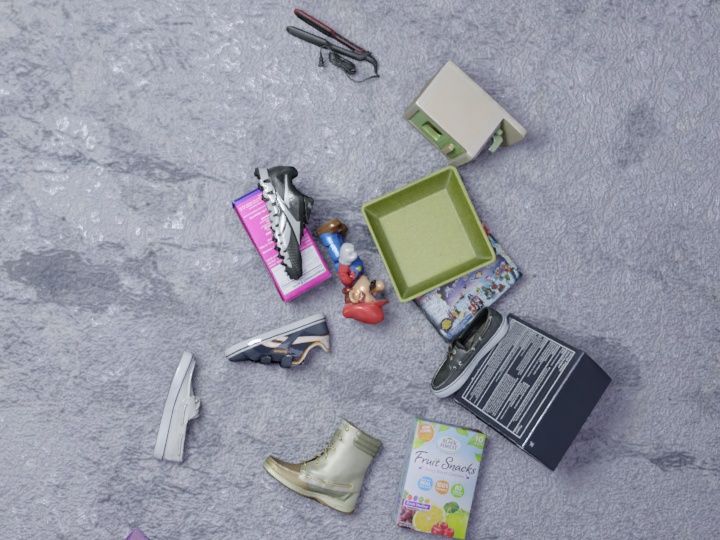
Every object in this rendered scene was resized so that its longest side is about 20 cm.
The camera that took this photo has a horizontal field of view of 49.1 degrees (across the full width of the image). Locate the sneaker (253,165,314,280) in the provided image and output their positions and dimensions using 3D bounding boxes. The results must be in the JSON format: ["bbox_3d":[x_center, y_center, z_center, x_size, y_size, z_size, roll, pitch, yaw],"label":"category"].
[{"bbox_3d":[-0.116,-0.088,1.355,0.088,0.066,0.205,-16,90,-8],"label":"sneaker"}]

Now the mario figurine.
[{"bbox_3d":[0.000,0.000,1.447,0.122,0.105,0.203,-17,78,-46],"label":"mario figurine"}]

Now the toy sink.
[{"bbox_3d":[0.189,-0.269,1.469,0.199,0.130,0.113,40,85,-8],"label":"toy sink"}]

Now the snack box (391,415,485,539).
[{"bbox_3d":[0.149,0.395,1.506,0.139,0.053,0.205,13,88,-9],"label":"snack box"}]

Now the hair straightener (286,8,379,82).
[{"bbox_3d":[-0.053,-0.408,1.483,0.197,0.041,0.078,29,87,-12],"label":"hair straightener"}]

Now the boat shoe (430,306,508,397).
[{"bbox_3d":[0.194,0.150,1.486,0.056,0.069,0.201,37,99,-27],"label":"boat shoe"}]

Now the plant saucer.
[{"bbox_3d":[0.125,-0.065,1.477,0.196,0.048,0.204,-23,78,-2],"label":"plant saucer"}]

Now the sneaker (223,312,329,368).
[{"bbox_3d":[-0.148,0.145,1.448,0.196,0.078,0.081,-18,87,-9],"label":"sneaker"}]

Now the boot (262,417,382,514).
[{"bbox_3d":[-0.069,0.344,1.465,0.197,0.072,0.157,27,87,-13],"label":"boot"}]

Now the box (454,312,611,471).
[{"bbox_3d":[0.313,0.220,1.443,0.123,0.198,0.202,37,86,-35],"label":"box"}]

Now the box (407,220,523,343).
[{"bbox_3d":[0.197,0.021,1.517,0.199,0.040,0.137,-42,95,-6],"label":"box"}]

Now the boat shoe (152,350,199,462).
[{"bbox_3d":[-0.322,0.249,1.428,0.064,0.072,0.205,15,89,-12],"label":"boat shoe"}]

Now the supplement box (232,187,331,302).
[{"bbox_3d":[-0.145,-0.054,1.435,0.102,0.101,0.203,-27,95,-9],"label":"supplement box"}]

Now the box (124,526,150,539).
[{"bbox_3d":[-0.410,0.604,1.404,0.176,0.097,0.200,44,84,-6],"label":"box"}]
